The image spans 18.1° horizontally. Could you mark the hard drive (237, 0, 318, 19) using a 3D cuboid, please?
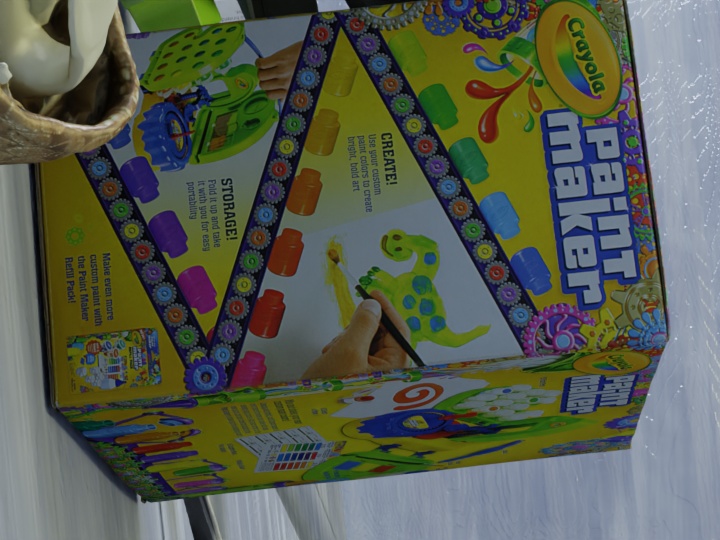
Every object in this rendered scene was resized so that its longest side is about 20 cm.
[{"bbox_3d":[-0.072,-0.208,0.985,0.140,0.033,0.200,79,-11,-75],"label":"hard drive"}]

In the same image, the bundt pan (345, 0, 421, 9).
[{"bbox_3d":[0.020,-0.168,0.792,0.202,0.076,0.202,173,-90,-90],"label":"bundt pan"}]

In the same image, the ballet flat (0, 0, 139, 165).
[{"bbox_3d":[-0.078,-0.100,0.427,0.200,0.065,0.071,80,26,-46],"label":"ballet flat"}]

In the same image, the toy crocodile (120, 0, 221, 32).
[{"bbox_3d":[-0.064,-0.038,0.967,0.062,0.067,0.200,-71,152,-77],"label":"toy crocodile"}]

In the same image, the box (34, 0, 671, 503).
[{"bbox_3d":[0.000,0.000,0.792,0.200,0.192,0.122,80,4,-75],"label":"box"}]

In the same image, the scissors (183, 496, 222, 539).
[{"bbox_3d":[-0.052,0.133,0.938,0.073,0.014,0.200,3,-78,53],"label":"scissors"}]

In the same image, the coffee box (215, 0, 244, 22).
[{"bbox_3d":[-0.051,-0.030,1.181,0.114,0.080,0.200,79,4,-73],"label":"coffee box"}]
